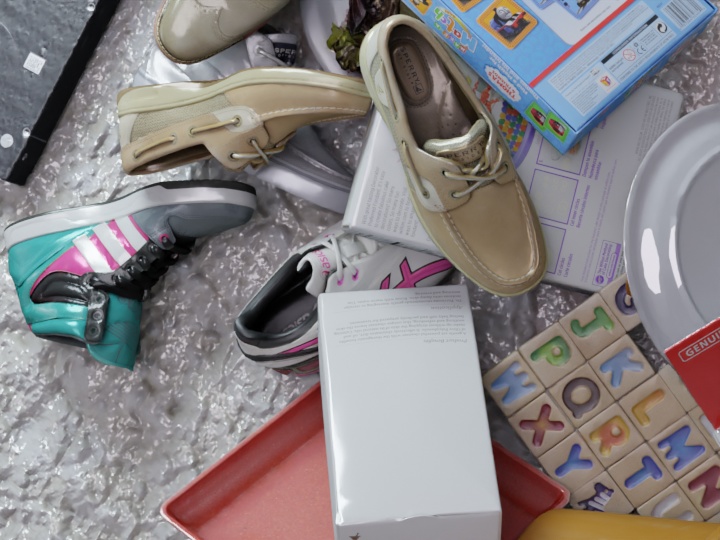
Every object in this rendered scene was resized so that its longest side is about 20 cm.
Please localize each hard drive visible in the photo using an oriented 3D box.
[{"bbox_3d":[-0.265,-0.181,1.797,0.140,0.038,0.200,28,93,18],"label":"hard drive"}]

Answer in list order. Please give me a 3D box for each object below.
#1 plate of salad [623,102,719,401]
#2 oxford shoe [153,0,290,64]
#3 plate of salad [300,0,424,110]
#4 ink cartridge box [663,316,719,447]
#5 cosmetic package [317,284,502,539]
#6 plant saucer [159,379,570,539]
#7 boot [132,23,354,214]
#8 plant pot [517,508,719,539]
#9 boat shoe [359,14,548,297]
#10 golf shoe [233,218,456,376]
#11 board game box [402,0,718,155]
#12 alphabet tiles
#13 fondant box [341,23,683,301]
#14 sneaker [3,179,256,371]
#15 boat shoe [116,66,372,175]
[{"bbox_3d":[0.248,-0.009,1.566,0.048,0.200,0.200,-16,72,60],"label":"plate of salad"},{"bbox_3d":[-0.063,-0.215,1.654,0.200,0.074,0.071,-43,103,5],"label":"oxford shoe"},{"bbox_3d":[0.050,-0.203,1.689,0.200,0.048,0.200,-2,84,16],"label":"plate of salad"},{"bbox_3d":[0.313,0.063,1.517,0.200,0.176,0.045,-32,42,7],"label":"ink cartridge box"},{"bbox_3d":[0.029,0.109,1.583,0.107,0.085,0.200,-3,47,-2],"label":"cosmetic package"},{"bbox_3d":[0.004,0.166,1.614,0.200,0.037,0.200,33,55,30],"label":"plant saucer"},{"bbox_3d":[-0.066,-0.123,1.709,0.200,0.074,0.096,32,100,19],"label":"boot"},{"bbox_3d":[0.188,0.237,1.540,0.183,0.200,0.200,16,89,32],"label":"plant pot"},{"bbox_3d":[0.062,-0.073,1.555,0.072,0.065,0.200,-27,93,-6],"label":"boat shoe"},{"bbox_3d":[0.000,0.000,1.667,0.200,0.092,0.073,-41,70,8],"label":"golf shoe"},{"bbox_3d":[0.115,-0.193,1.600,0.200,0.037,0.151,45,63,8],"label":"board game box"},{"bbox_3d":[0.203,0.104,1.605,0.167,0.008,0.200,-36,92,10],"label":"alphabet tiles"},{"bbox_3d":[0.102,-0.072,1.622,0.200,0.058,0.144,15,88,-8],"label":"fondant box"},{"bbox_3d":[-0.161,0.009,1.718,0.200,0.084,0.121,-13,75,23],"label":"sneaker"},{"bbox_3d":[-0.077,-0.098,1.644,0.200,0.071,0.065,-4,82,32],"label":"boat shoe"}]
